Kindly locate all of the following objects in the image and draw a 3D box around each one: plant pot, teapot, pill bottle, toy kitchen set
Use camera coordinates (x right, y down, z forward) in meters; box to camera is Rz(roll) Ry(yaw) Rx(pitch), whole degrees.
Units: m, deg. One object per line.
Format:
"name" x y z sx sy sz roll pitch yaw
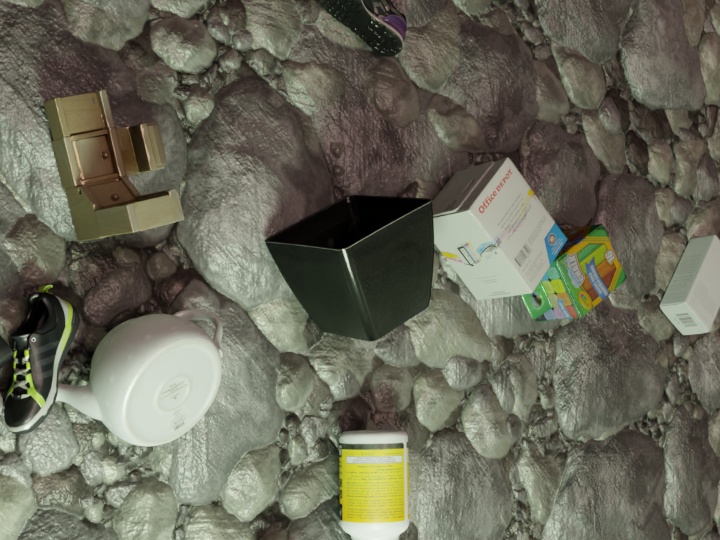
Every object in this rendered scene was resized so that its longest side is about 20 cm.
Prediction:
"plant pot" 0.000 0.000 1.689 0.199 0.200 0.178 -30 115 -36
"teapot" -0.298 0.134 1.476 0.200 0.146 0.198 25 95 -53
"pill bottle" 0.022 0.358 1.696 0.112 0.112 0.200 5 81 -36
"toy kitchen set" -0.309 -0.160 1.474 0.163 0.180 0.200 -18 99 -38

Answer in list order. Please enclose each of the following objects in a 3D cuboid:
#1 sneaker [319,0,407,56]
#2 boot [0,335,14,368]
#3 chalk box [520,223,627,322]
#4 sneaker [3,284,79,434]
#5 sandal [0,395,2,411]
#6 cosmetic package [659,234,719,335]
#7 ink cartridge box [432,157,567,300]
"sneaker" 0.002 -0.462 1.825 0.200 0.076 0.088 42 47 -29
"boot" -0.553 0.072 1.314 0.165 0.066 0.200 -37 98 -39
"chalk box" 0.381 0.016 1.999 0.200 0.124 0.125 -36 105 -34
"sneaker" -0.441 0.115 1.402 0.083 0.072 0.200 49 44 -51
"sandal" -0.550 0.146 1.336 0.203 0.083 0.050 33 109 -30
"cosmetic package" 0.731 0.030 2.290 0.102 0.074 0.200 47 58 -23
"ink cartridge box" 0.234 -0.072 1.888 0.200 0.145 0.147 51 58 -20
